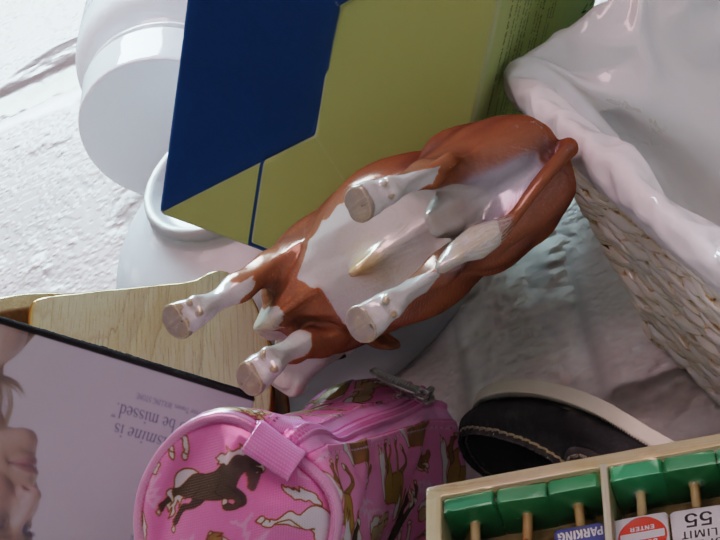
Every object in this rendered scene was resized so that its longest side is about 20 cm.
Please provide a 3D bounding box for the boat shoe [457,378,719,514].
[{"bbox_3d":[0.099,0.098,0.909,0.068,0.072,0.200,-43,40,-17],"label":"boat shoe"}]

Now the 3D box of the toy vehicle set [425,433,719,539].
[{"bbox_3d":[0.121,0.115,0.814,0.199,0.027,0.125,-12,46,12],"label":"toy vehicle set"}]

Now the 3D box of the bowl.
[{"bbox_3d":[-0.044,-0.020,1.146,0.200,0.091,0.202,-20,37,16],"label":"bowl"}]

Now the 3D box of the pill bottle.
[{"bbox_3d":[-0.099,-0.139,1.310,0.113,0.114,0.201,-18,37,18],"label":"pill bottle"}]

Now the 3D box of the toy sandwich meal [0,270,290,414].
[{"bbox_3d":[-0.129,0.068,1.016,0.204,0.070,0.206,4,48,-4],"label":"toy sandwich meal"}]

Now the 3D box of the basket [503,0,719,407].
[{"bbox_3d":[0.200,-0.041,0.926,0.200,0.161,0.198,-35,35,-4],"label":"basket"}]

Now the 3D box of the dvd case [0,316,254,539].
[{"bbox_3d":[-0.122,0.128,0.910,0.018,0.142,0.201,1,75,52],"label":"dvd case"}]

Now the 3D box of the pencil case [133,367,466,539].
[{"bbox_3d":[-0.020,0.088,0.916,0.082,0.087,0.200,-3,2,17],"label":"pencil case"}]

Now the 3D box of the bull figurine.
[{"bbox_3d":[0.000,0.000,0.917,0.121,0.065,0.200,-30,-5,-47],"label":"bull figurine"}]

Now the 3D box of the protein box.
[{"bbox_3d":[0.022,-0.130,1.034,0.134,0.199,0.200,20,36,13],"label":"protein box"}]
